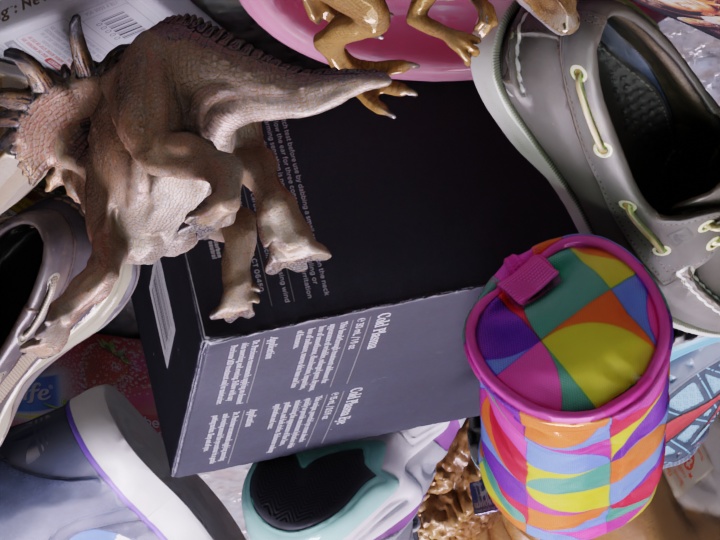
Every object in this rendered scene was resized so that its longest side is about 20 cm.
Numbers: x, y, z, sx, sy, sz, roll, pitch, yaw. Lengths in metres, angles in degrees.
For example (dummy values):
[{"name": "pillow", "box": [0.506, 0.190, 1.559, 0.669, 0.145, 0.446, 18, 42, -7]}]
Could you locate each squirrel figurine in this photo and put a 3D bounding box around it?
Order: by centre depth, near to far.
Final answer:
[{"name": "squirrel figurine", "box": [0.097, 0.112, 1.537, 0.200, 0.142, 0.187, 31, 147, -29]}]

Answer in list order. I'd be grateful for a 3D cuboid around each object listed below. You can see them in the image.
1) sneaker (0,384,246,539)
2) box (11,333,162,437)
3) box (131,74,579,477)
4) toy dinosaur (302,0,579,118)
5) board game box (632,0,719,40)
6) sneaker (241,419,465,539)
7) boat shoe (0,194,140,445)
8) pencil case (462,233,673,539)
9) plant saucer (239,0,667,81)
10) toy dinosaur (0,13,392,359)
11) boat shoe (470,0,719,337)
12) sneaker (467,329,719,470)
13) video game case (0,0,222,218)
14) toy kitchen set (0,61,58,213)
[{"name": "sneaker", "box": [-0.136, 0.153, 1.387, 0.146, 0.081, 0.200, -31, 127, 5]}, {"name": "box", "box": [-0.195, 0.086, 1.445, 0.200, 0.096, 0.100, 8, 150, -25]}, {"name": "box", "box": [0.000, 0.000, 1.263, 0.182, 0.104, 0.200, -10, 161, -12]}, {"name": "toy dinosaur", "box": [-0.013, -0.115, 1.054, 0.200, 0.061, 0.106, 8, 147, 12]}, {"name": "board game box", "box": [0.116, -0.120, 1.011, 0.200, 0.035, 0.135, 18, 176, -38]}, {"name": "sneaker", "box": [0.009, 0.100, 1.417, 0.078, 0.200, 0.140, 26, 143, 25]}, {"name": "boat shoe", "box": [-0.186, 0.037, 1.284, 0.200, 0.075, 0.073, -48, 154, 18]}, {"name": "pencil case", "box": [0.084, 0.052, 1.186, 0.088, 0.089, 0.200, -6, 161, -1]}, {"name": "plant saucer", "box": [0.046, -0.145, 1.108, 0.200, 0.051, 0.201, -4, 152, -2]}, {"name": "toy dinosaur", "box": [-0.077, -0.053, 1.082, 0.086, 0.136, 0.200, 3, 152, -38]}, {"name": "boat shoe", "box": [0.121, -0.038, 1.141, 0.060, 0.072, 0.202, 7, 149, 48]}, {"name": "sneaker", "box": [0.142, 0.047, 1.404, 0.200, 0.079, 0.096, -36, 139, -4]}, {"name": "video game case", "box": [-0.125, -0.061, 1.263, 0.182, 0.022, 0.200, -19, 151, 23]}, {"name": "toy kitchen set", "box": [-0.193, 0.005, 1.155, 0.163, 0.181, 0.200, 11, 146, -31]}]
